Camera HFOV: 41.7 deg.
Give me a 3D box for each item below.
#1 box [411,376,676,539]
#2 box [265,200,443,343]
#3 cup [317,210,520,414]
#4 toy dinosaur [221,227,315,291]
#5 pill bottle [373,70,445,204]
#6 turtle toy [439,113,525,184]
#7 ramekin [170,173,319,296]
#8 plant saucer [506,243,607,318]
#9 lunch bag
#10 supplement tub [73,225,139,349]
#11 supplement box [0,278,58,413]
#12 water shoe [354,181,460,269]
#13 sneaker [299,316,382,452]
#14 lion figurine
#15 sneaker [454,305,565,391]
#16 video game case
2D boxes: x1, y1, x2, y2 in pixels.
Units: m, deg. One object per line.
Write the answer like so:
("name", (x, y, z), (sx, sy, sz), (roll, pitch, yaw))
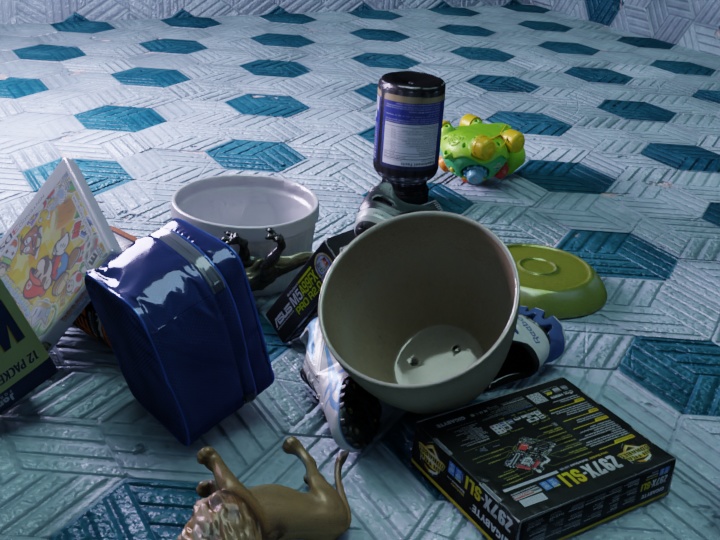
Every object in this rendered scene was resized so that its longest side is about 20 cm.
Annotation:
("box", (0.170, 0.179, 0.894), (0.197, 0.050, 0.159), (-12, 32, -31))
("box", (0.000, 0.000, 1.127), (0.198, 0.161, 0.045), (-23, 71, -43))
("cup", (0.068, 0.065, 0.955), (0.196, 0.144, 0.203), (-8, 52, 10))
("toy dinosaur", (-0.121, -0.009, 1.155), (0.196, 0.089, 0.048), (-18, 39, -2))
("pill bottle", (0.076, -0.211, 1.535), (0.109, 0.204, 0.112), (3, 25, -1))
("turtle toy", (0.218, -0.210, 1.672), (0.197, 0.103, 0.145), (-15, 31, -36))
("ramekin", (-0.153, -0.046, 1.262), (0.195, 0.107, 0.201), (3, 24, -1))
("plant saucer", (0.242, 0.006, 1.297), (0.195, 0.032, 0.201), (3, 25, -1))
("lunch bag", (-0.165, 0.061, 0.932), (0.131, 0.203, 0.135), (-34, 43, -27))
("supplement tub", (-0.270, 0.023, 1.074), (0.198, 0.125, 0.121), (22, 30, 36))
("supplement box", (-0.425, 0.026, 0.910), (0.133, 0.202, 0.199), (-36, 41, -21))
("water shoe", (0.090, -0.031, 1.041), (0.197, 0.072, 0.080), (28, 55, -13))
("sneaker", (-0.026, 0.120, 0.987), (0.072, 0.072, 0.201), (-34, 31, 14))
("lion figurine", (-0.068, 0.202, 0.784), (0.197, 0.074, 0.123), (-7, 34, -31))
("sneaker", (0.128, 0.073, 1.077), (0.196, 0.082, 0.115), (16, 25, 21))
("video game case", (-0.349, -0.005, 1.044), (0.023, 0.183, 0.200), (32, 13, -46))
